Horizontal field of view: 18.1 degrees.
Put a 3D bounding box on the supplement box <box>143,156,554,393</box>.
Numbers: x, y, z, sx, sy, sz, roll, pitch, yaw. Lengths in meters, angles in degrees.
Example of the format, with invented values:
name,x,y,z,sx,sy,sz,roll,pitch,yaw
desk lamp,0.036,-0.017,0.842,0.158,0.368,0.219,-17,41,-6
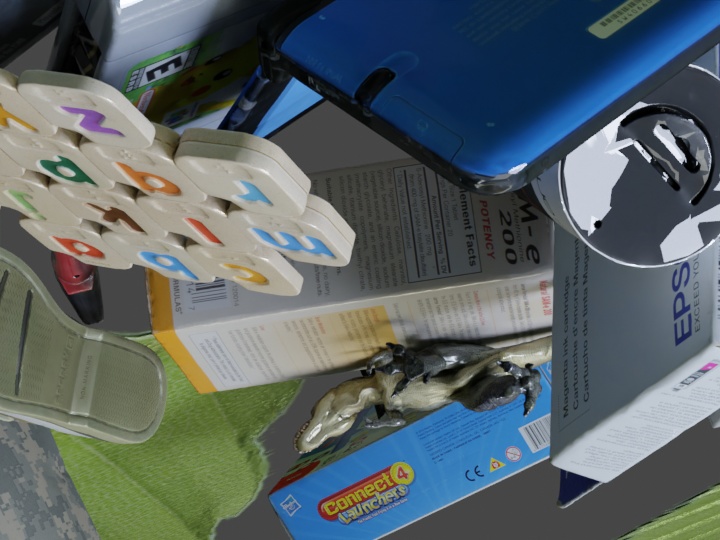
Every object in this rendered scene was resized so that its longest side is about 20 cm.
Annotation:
name,x,y,z,sx,sy,sz,roll,pitch,yaw
supplement box,0.000,0.000,1.140,0.200,0.074,0.126,-8,162,4

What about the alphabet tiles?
name,x,y,z,sx,sy,sz,roll,pitch,yaw
alphabet tiles,-0.105,-0.038,0.863,0.200,0.015,0.196,8,161,25

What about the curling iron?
name,x,y,z,sx,sy,sz,roll,pitch,yaw
curling iron,-0.132,0.000,1.113,0.050,0.026,0.200,19,161,-3

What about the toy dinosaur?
name,x,y,z,sx,sy,sz,roll,pitch,yaw
toy dinosaur,0.055,0.053,1.134,0.200,0.048,0.088,-11,177,8

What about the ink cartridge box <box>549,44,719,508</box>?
name,x,y,z,sx,sy,sz,roll,pitch,yaw
ink cartridge box,0.118,-0.018,0.985,0.043,0.197,0.200,13,152,-20

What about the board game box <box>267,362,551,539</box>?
name,x,y,z,sx,sy,sz,roll,pitch,yaw
board game box,0.064,0.085,1.400,0.200,0.056,0.196,-29,-173,24

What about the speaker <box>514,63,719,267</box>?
name,x,y,z,sx,sy,sz,roll,pitch,yaw
speaker,0.085,-0.064,0.923,0.081,0.081,0.200,-16,-161,-11

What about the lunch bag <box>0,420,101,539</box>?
name,x,y,z,sx,sy,sz,roll,pitch,yaw
lunch bag,-0.235,0.159,1.199,0.118,0.164,0.200,-30,173,27

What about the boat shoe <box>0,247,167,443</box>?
name,x,y,z,sx,sy,sz,roll,pitch,yaw
boat shoe,-0.179,0.039,1.111,0.068,0.075,0.200,1,157,33

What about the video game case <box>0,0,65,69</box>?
name,x,y,z,sx,sy,sz,roll,pitch,yaw
video game case,-0.133,-0.130,0.765,0.200,0.023,0.182,-31,158,32

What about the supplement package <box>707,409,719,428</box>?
name,x,y,z,sx,sy,sz,roll,pitch,yaw
supplement package,0.280,0.000,1.406,0.121,0.120,0.200,-15,162,-17

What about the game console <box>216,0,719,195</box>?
name,x,y,z,sx,sy,sz,roll,pitch,yaw
game console,0.058,-0.084,0.859,0.200,0.171,0.118,-36,144,-27

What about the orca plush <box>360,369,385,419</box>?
name,x,y,z,sx,sy,sz,roll,pitch,yaw
orca plush,0.067,0.004,1.332,0.200,0.071,0.105,-26,-154,36

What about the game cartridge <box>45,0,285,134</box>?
name,x,y,z,sx,sy,sz,roll,pitch,yaw
game cartridge,-0.057,-0.093,0.885,0.133,0.040,0.200,-28,170,-21
